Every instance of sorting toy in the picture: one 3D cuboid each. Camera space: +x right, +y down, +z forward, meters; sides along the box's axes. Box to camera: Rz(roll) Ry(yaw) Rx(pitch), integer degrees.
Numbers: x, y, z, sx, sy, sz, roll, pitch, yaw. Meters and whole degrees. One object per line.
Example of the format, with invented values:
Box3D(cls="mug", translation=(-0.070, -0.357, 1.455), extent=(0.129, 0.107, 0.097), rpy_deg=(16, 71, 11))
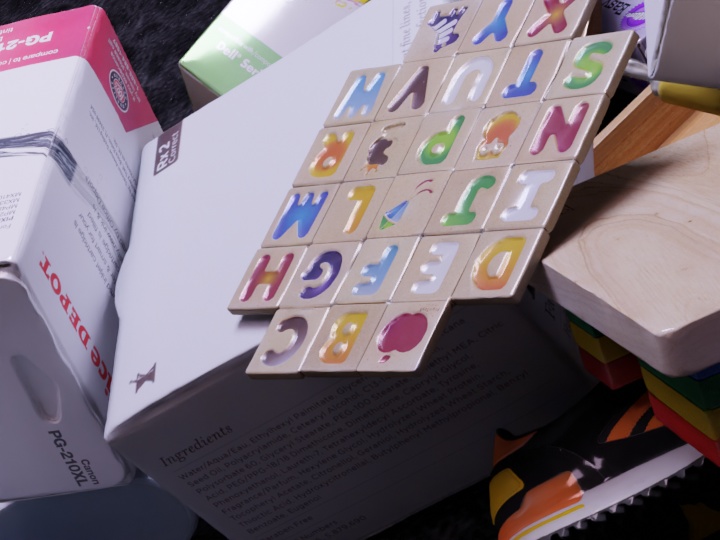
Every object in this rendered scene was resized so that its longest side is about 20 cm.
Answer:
Box3D(cls="sorting toy", translation=(0.176, -0.006, 0.883), extent=(0.198, 0.070, 0.200), rpy_deg=(-23, 16, -9))

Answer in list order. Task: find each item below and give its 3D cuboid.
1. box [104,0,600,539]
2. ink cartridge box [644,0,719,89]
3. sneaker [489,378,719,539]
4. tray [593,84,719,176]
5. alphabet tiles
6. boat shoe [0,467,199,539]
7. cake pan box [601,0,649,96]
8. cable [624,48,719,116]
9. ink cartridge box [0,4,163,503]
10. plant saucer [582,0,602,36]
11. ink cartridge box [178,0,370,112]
Box3D(cls="box", translation=(0.000, 0.000, 1.073), extent=(0.199, 0.131, 0.200), rpy_deg=(-29, 37, 26))
Box3D(cls="ink cartridge box", translation=(0.229, -0.143, 1.038), extent=(0.199, 0.084, 0.146), rpy_deg=(8, 36, -1))
Box3D(cls="sneaker", translation=(0.138, 0.058, 0.932), extent=(0.199, 0.070, 0.090), rpy_deg=(-28, 47, 17))
Box3D(cls="tray", translation=(0.165, -0.057, 1.132), extent=(0.200, 0.037, 0.099), rpy_deg=(-43, 30, -15))
Box3D(cls="alphabet tiles", translation=(0.027, -0.039, 0.957), extent=(0.166, 0.006, 0.201), rpy_deg=(-2, 53, 46))
Box3D(cls="boat shoe", translation=(-0.161, 0.115, 1.179), extent=(0.199, 0.071, 0.091), rpy_deg=(-19, 31, 27))
Box3D(cls="cake pan box", translation=(0.181, -0.181, 1.284), extent=(0.184, 0.052, 0.200), rpy_deg=(-42, 29, -8))
Box3D(cls="cable", translation=(0.223, -0.080, 1.068), extent=(0.200, 0.051, 0.097), rpy_deg=(33, 52, 29))
Box3D(cls="ink cartridge box", translation=(-0.154, -0.008, 1.123), extent=(0.084, 0.145, 0.201), rpy_deg=(-10, 39, 17))
Box3D(cls="plant saucer", translation=(0.069, -0.104, 1.246), extent=(0.200, 0.035, 0.201), rpy_deg=(-38, 38, 37))
Box3D(cls="ink cartridge box", translation=(-0.013, -0.154, 1.344), extent=(0.067, 0.117, 0.200), rpy_deg=(36, 78, 14))
